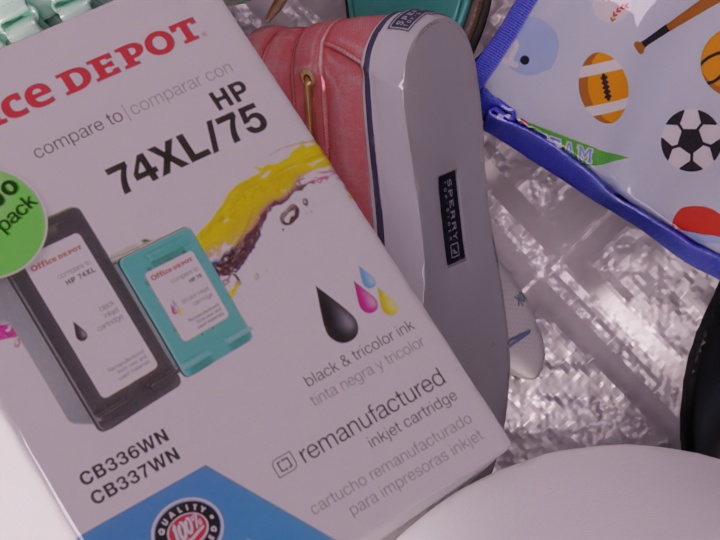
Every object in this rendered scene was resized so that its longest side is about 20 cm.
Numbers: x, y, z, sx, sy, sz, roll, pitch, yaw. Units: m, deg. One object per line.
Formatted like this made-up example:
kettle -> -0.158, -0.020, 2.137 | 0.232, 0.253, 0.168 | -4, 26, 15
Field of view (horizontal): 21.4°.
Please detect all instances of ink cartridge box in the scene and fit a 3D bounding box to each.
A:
ink cartridge box -> -0.078, 0.031, 0.666 | 0.146, 0.146, 0.200 | -28, 78, -26

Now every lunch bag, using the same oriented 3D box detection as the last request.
lunch bag -> 0.156, -0.105, 0.774 | 0.170, 0.124, 0.200 | 33, 82, 3

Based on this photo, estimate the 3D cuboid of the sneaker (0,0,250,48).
sneaker -> -0.126, -0.080, 0.744 | 0.200, 0.074, 0.119 | 0, 80, 21

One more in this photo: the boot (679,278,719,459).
boot -> 0.158, 0.023, 0.646 | 0.076, 0.168, 0.201 | 12, 100, 6

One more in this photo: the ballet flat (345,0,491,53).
ballet flat -> 0.029, -0.161, 0.795 | 0.068, 0.068, 0.201 | -10, 76, 24

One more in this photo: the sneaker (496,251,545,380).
sneaker -> -0.010, 0.060, 0.799 | 0.200, 0.075, 0.087 | -36, 90, 1

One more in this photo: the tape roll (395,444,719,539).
tape roll -> 0.087, 0.161, 0.638 | 0.202, 0.071, 0.203 | -3, 112, -7

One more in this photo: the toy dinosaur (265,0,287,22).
toy dinosaur -> -0.047, -0.184, 0.816 | 0.106, 0.060, 0.200 | -43, 59, -2

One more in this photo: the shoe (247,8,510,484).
shoe -> 0.000, 0.000, 0.743 | 0.091, 0.071, 0.201 | 3, 103, 35
